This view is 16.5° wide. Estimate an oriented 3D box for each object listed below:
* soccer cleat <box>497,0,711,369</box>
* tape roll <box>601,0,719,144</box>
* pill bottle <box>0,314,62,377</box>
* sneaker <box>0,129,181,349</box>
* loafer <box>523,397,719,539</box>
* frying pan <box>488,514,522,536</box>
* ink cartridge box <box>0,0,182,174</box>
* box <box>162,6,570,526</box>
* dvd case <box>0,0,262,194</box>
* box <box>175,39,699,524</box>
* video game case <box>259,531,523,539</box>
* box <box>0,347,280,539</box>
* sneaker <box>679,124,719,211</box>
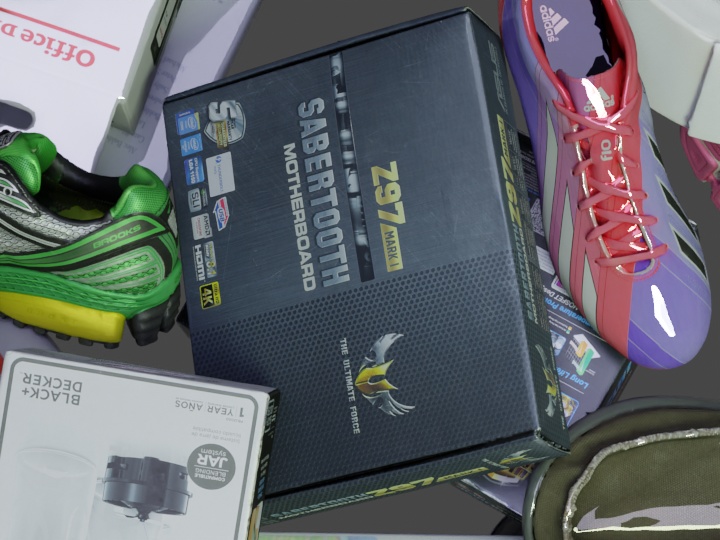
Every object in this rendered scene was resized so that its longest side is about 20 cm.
[{"bbox_3d":[0.107,-0.052,1.100,0.066,0.076,0.201,-16,87,-1],"label":"soccer cleat"},{"bbox_3d":[0.198,-0.154,1.162,0.201,0.071,0.204,3,58,-4],"label":"tape roll"},{"bbox_3d":[-0.201,0.117,1.129,0.200,0.112,0.113,-38,82,-7],"label":"pill bottle"},{"bbox_3d":[-0.175,-0.031,1.111,0.198,0.078,0.086,9,119,2],"label":"sneaker"},{"bbox_3d":[0.167,0.096,1.113,0.199,0.070,0.076,-10,108,-23],"label":"loafer"},{"bbox_3d":[0.074,0.141,1.170,0.189,0.031,0.116,25,79,2],"label":"frying pan"},{"bbox_3d":[-0.143,-0.143,1.178,0.115,0.068,0.201,19,80,3],"label":"ink cartridge box"},{"bbox_3d":[0.000,0.000,1.106,0.157,0.051,0.202,-14,73,19],"label":"box"},{"bbox_3d":[-0.145,-0.093,1.213,0.142,0.018,0.201,25,81,3],"label":"dvd case"},{"bbox_3d":[0.037,0.006,1.170,0.199,0.046,0.160,28,81,13],"label":"box"},{"bbox_3d":[-0.009,0.190,1.115,0.198,0.018,0.144,2,77,-11],"label":"video game case"},{"bbox_3d":[-0.106,0.140,1.047,0.116,0.060,0.202,8,89,3],"label":"box"},{"bbox_3d":[0.246,-0.035,1.178,0.199,0.074,0.088,34,78,4],"label":"sneaker"}]
